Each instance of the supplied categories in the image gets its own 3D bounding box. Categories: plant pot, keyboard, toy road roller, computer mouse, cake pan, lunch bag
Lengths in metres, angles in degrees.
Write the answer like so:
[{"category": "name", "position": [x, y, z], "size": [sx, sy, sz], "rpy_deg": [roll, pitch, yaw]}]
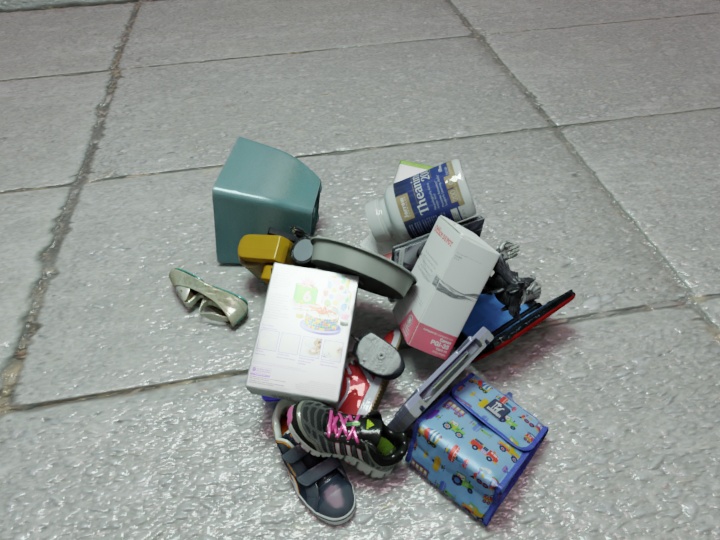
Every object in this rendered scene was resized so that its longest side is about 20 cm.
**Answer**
[{"category": "plant pot", "position": [-0.188, -0.135, 1.152], "size": [0.195, 0.198, 0.199], "rpy_deg": [9, 45, -1]}, {"category": "keyboard", "position": [-0.088, -0.046, 1.064], "size": [0.196, 0.127, 0.021], "rpy_deg": [19, 70, -10]}, {"category": "toy road roller", "position": [-0.146, 0.020, 1.035], "size": [0.196, 0.123, 0.149], "rpy_deg": [7, 69, 24]}, {"category": "computer mouse", "position": [-0.012, 0.113, 0.891], "size": [0.198, 0.034, 0.059], "rpy_deg": [35, 74, 17]}, {"category": "cake pan", "position": [0.000, 0.000, 0.921], "size": [0.196, 0.200, 0.037], "rpy_deg": [19, 80, 19]}, {"category": "lunch bag", "position": [0.189, 0.253, 0.834], "size": [0.149, 0.096, 0.199], "rpy_deg": [31, 40, 28]}]

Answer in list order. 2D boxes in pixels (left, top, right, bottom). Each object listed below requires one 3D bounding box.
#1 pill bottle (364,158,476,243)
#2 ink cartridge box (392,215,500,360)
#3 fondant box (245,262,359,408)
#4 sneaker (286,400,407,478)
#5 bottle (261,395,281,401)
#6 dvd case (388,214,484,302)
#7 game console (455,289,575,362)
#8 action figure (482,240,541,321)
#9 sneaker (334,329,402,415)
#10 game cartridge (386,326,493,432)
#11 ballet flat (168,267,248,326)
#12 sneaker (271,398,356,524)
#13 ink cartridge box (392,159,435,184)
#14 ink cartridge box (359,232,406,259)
[{"category": "pill bottle", "position": [0.112, -0.125, 1.030], "size": [0.196, 0.112, 0.112], "rpy_deg": [-20, 42, 14]}, {"category": "ink cartridge box", "position": [0.142, 0.025, 0.932], "size": [0.081, 0.203, 0.147], "rpy_deg": [22, 14, -13]}, {"category": "fondant box", "position": [-0.086, 0.100, 0.848], "size": [0.141, 0.058, 0.204], "rpy_deg": [9, 68, 3]}, {"category": "sneaker", "position": [-0.011, 0.232, 0.778], "size": [0.198, 0.087, 0.075], "rpy_deg": [32, 38, -20]}, {"category": "bottle", "position": [-0.126, 0.117, 0.916], "size": [0.081, 0.065, 0.205], "rpy_deg": [-2, 77, 9]}, {"category": "dvd case", "position": [0.145, -0.022, 1.050], "size": [0.196, 0.150, 0.016], "rpy_deg": [-20, 53, -18]}, {"category": "game console", "position": [0.255, 0.066, 0.987], "size": [0.197, 0.173, 0.120], "rpy_deg": [-27, 77, -23]}, {"category": "action figure", "position": [0.252, 0.011, 0.937], "size": [0.101, 0.121, 0.200], "rpy_deg": [-27, 12, -10]}, {"category": "sneaker", "position": [-0.004, 0.168, 0.921], "size": [0.110, 0.072, 0.202], "rpy_deg": [18, 50, 14]}, {"category": "game cartridge", "position": [0.123, 0.180, 0.864], "size": [0.199, 0.130, 0.038], "rpy_deg": [-37, 77, -31]}, {"category": "ballet flat", "position": [-0.310, 0.052, 1.052], "size": [0.196, 0.068, 0.063], "rpy_deg": [20, 58, 21]}, {"category": "sneaker", "position": [-0.078, 0.279, 0.807], "size": [0.077, 0.080, 0.200], "rpy_deg": [-27, 52, -25]}, {"category": "ink cartridge box", "position": [0.132, -0.133, 1.223], "size": [0.145, 0.076, 0.204], "rpy_deg": [14, 73, 16]}, {"category": "ink cartridge box", "position": [0.109, -0.076, 1.116], "size": [0.200, 0.068, 0.116], "rpy_deg": [-44, 55, -6]}]
